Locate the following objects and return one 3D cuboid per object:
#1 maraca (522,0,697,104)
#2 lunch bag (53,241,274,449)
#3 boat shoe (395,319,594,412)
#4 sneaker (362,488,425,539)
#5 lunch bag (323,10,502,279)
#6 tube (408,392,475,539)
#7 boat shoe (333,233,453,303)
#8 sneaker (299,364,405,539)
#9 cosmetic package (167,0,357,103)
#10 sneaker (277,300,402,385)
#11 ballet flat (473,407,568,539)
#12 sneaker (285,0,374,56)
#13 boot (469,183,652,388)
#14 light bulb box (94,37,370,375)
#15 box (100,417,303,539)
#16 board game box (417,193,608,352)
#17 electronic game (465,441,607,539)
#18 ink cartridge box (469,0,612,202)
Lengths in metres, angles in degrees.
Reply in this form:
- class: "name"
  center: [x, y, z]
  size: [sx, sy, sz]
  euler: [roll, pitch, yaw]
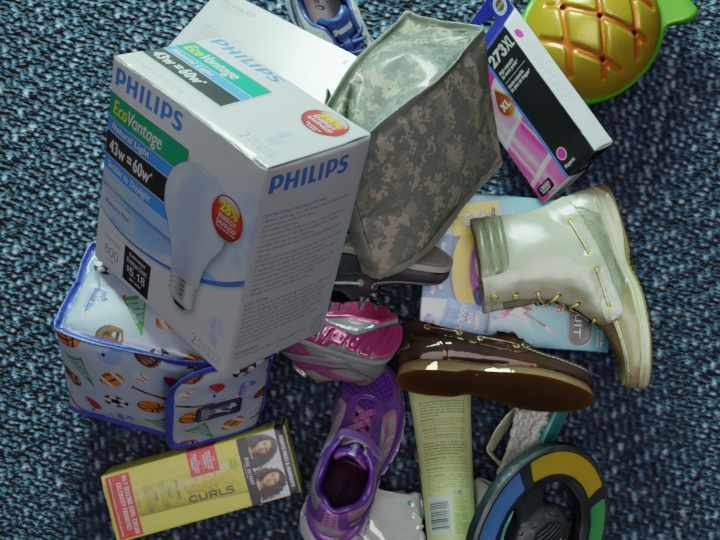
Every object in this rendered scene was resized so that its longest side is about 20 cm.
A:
- class: "maraca"
  center: [0.250, -0.256, 1.001]
  size: [0.199, 0.107, 0.138]
  euler: [-39, 88, 0]
- class: "lunch bag"
  center: [-0.184, 0.087, 0.958]
  size: [0.196, 0.171, 0.126]
  euler: [15, 56, -2]
- class: "boat shoe"
  center: [0.133, 0.089, 0.970]
  size: [0.196, 0.071, 0.071]
  euler: [11, 53, -2]
- class: "sneaker"
  center: [0.044, 0.274, 1.014]
  size: [0.200, 0.075, 0.089]
  euler: [43, 78, 3]
- class: "lunch bag"
  center: [0.037, -0.115, 0.930]
  size: [0.116, 0.166, 0.200]
  euler: [19, 54, 33]
- class: "tube"
  center: [0.087, 0.183, 1.014]
  size: [0.057, 0.052, 0.204]
  euler: [11, 66, -38]
- class: "boat shoe"
  center: [0.000, 0.000, 1.006]
  size: [0.196, 0.073, 0.064]
  euler: [7, 111, 20]
- class: "sneaker"
  center: [-0.003, 0.175, 0.978]
  size: [0.079, 0.089, 0.203]
  euler: [15, 61, 7]
- class: "cosmetic package"
  center: [-0.108, -0.179, 0.980]
  size: [0.198, 0.052, 0.152]
  euler: [31, 75, 24]
- class: "sneaker"
  center: [-0.056, 0.065, 0.987]
  size: [0.197, 0.089, 0.082]
  euler: [23, 49, 14]
- class: "ballet flat"
  center: [0.154, 0.212, 1.021]
  size: [0.071, 0.072, 0.203]
  euler: [23, 87, 1]
- class: "sneaker"
  center: [-0.018, -0.228, 1.014]
  size: [0.075, 0.088, 0.201]
  euler: [-36, 90, -2]
- class: "boot"
  center: [0.194, 0.029, 0.963]
  size: [0.151, 0.072, 0.204]
  euler: [-13, 79, 0]
- class: "light bulb box"
  center: [-0.117, -0.061, 0.846]
  size: [0.197, 0.124, 0.203]
  euler: [36, 128, 28]
- class: "box"
  center: [-0.162, 0.216, 1.023]
  size: [0.196, 0.050, 0.077]
  euler: [-14, 90, 1]
- class: "board game box"
  center: [0.160, 0.001, 1.026]
  size: [0.195, 0.047, 0.155]
  euler: [4, 89, 1]
- class: "electronic game"
  center: [0.175, 0.268, 0.977]
  size: [0.197, 0.041, 0.204]
  euler: [-11, 108, -35]
- class: "ink cartridge box"
  center: [0.162, -0.177, 0.990]
  size: [0.037, 0.095, 0.202]
  euler: [-22, 73, -34]
